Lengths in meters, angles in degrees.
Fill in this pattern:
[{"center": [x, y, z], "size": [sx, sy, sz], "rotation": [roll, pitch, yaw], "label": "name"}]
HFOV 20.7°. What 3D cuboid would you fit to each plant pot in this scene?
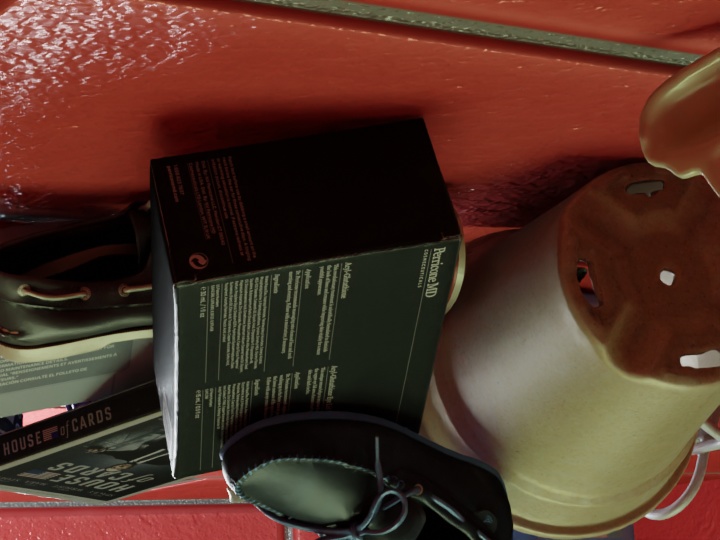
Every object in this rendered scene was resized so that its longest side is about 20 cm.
[{"center": [0.143, 0.033, 1.139], "size": [0.199, 0.201, 0.184], "rotation": [0, 157, -19], "label": "plant pot"}]

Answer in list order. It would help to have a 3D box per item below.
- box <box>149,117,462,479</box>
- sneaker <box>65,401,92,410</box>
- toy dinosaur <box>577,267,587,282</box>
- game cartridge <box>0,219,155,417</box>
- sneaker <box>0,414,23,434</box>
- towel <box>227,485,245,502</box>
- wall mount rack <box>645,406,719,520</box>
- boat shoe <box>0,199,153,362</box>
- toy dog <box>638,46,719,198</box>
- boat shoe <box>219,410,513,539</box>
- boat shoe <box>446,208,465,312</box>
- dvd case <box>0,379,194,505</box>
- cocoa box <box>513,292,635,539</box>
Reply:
[{"center": [-0.034, 0.019, 1.013], "size": [0.140, 0.079, 0.200], "rotation": [-7, 148, -10], "label": "box"}, {"center": [-0.171, 0.093, 1.377], "size": [0.083, 0.081, 0.200], "rotation": [-34, 170, -9], "label": "sneaker"}, {"center": [0.070, 0.038, 1.306], "size": [0.135, 0.103, 0.200], "rotation": [12, -149, 27], "label": "toy dinosaur"}, {"center": [-0.200, 0.031, 1.155], "size": [0.199, 0.041, 0.134], "rotation": [-9, 142, -23], "label": "game cartridge"}, {"center": [-0.229, 0.069, 1.348], "size": [0.070, 0.109, 0.200], "rotation": [-13, 168, 35], "label": "sneaker"}, {"center": [0.004, 0.129, 1.669], "size": [0.199, 0.035, 0.193], "rotation": [-8, -148, 30], "label": "towel"}, {"center": [0.180, 0.068, 1.339], "size": [0.074, 0.201, 0.173], "rotation": [33, 147, -30], "label": "wall mount rack"}, {"center": [-0.113, -0.006, 1.089], "size": [0.199, 0.073, 0.063], "rotation": [-16, 134, -14], "label": "boat shoe"}, {"center": [0.247, -0.049, 0.884], "size": [0.194, 0.140, 0.200], "rotation": [-48, 149, 19], "label": "toy dog"}, {"center": [0.016, 0.126, 1.066], "size": [0.199, 0.069, 0.084], "rotation": [14, 139, -35], "label": "boat shoe"}, {"center": [0.000, 0.000, 1.183], "size": [0.062, 0.072, 0.200], "rotation": [4, 172, -24], "label": "boat shoe"}, {"center": [-0.143, 0.111, 1.270], "size": [0.199, 0.025, 0.150], "rotation": [-20, 158, 29], "label": "dvd case"}, {"center": [0.114, 0.120, 1.494], "size": [0.131, 0.201, 0.133], "rotation": [-13, 166, 39], "label": "cocoa box"}]
